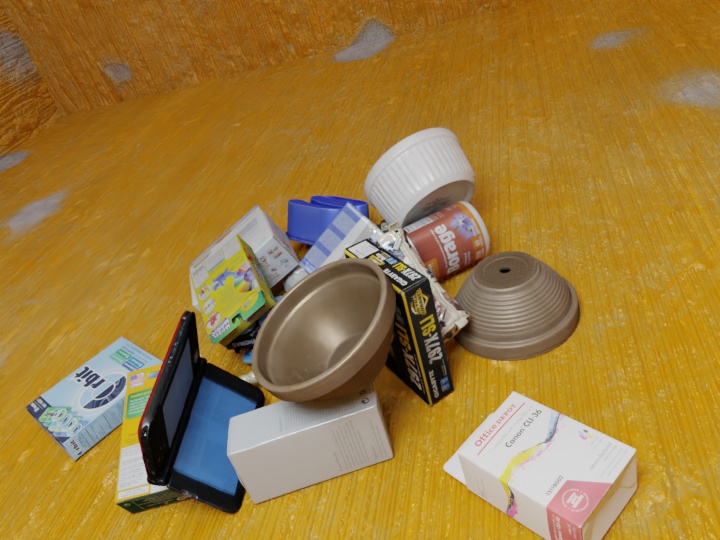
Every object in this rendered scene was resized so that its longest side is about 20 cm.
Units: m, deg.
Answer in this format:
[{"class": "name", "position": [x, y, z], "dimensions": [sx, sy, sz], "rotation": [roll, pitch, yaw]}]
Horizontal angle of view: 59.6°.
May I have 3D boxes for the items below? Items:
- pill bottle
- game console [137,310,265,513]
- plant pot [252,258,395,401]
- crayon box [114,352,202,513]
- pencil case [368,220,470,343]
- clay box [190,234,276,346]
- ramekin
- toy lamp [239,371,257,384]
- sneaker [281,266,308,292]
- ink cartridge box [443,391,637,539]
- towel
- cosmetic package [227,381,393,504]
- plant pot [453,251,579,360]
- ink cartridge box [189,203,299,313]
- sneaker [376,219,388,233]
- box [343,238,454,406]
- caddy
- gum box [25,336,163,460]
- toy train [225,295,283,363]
[{"class": "pill bottle", "position": [0.119, -0.033, 1.107], "dimensions": [0.199, 0.113, 0.112], "rotation": [-26, 32, -11]}, {"class": "game console", "position": [-0.199, 0.183, 0.833], "dimensions": [0.117, 0.174, 0.201], "rotation": [7, 42, -1]}, {"class": "plant pot", "position": [-0.031, 0.089, 0.788], "dimensions": [0.199, 0.093, 0.202], "rotation": [-25, 36, 20]}, {"class": "crayon box", "position": [-0.277, 0.231, 0.909], "dimensions": [0.124, 0.052, 0.201], "rotation": [-15, 52, 5]}, {"class": "pencil case", "position": [0.085, 0.025, 0.947], "dimensions": [0.077, 0.090, 0.201], "rotation": [-25, 64, -22]}, {"class": "clay box", "position": [-0.214, 0.038, 1.051], "dimensions": [0.115, 0.048, 0.200], "rotation": [-39, 42, 5]}, {"class": "ramekin", "position": [0.117, -0.151, 1.145], "dimensions": [0.199, 0.201, 0.106], "rotation": [-26, 67, -12]}, {"class": "toy lamp", "position": [-0.190, 0.177, 0.996], "dimensions": [0.198, 0.059, 0.058], "rotation": [-22, 32, -7]}, {"class": "sneaker", "position": [-0.080, 0.012, 1.165], "dimensions": [0.199, 0.088, 0.075], "rotation": [12, 44, 41]}, {"class": "ink cartridge box", "position": [0.195, 0.219, 0.721], "dimensions": [0.116, 0.068, 0.199], "rotation": [-37, 36, -28]}, {"class": "towel", "position": [0.000, 0.000, 1.050], "dimensions": [0.200, 0.024, 0.147], "rotation": [45, 101, 21]}, {"class": "cosmetic package", "position": [-0.064, 0.220, 0.825], "dimensions": [0.198, 0.102, 0.074], "rotation": [-17, 30, 0]}, {"class": "plant pot", "position": [0.228, 0.036, 0.963], "dimensions": [0.199, 0.093, 0.202], "rotation": [-14, 33, 9]}, {"class": "ink cartridge box", "position": [-0.232, -0.013, 1.224], "dimensions": [0.200, 0.084, 0.176], "rotation": [-40, 32, 5]}, {"class": "sneaker", "position": [0.045, -0.055, 1.212], "dimensions": [0.070, 0.076, 0.201], "rotation": [-6, 33, 19]}, {"class": "box", "position": [0.054, 0.072, 0.895], "dimensions": [0.049, 0.202, 0.159], "rotation": [-28, 33, -20]}, {"class": "caddy", "position": [-0.068, -0.091, 1.304], "dimensions": [0.199, 0.106, 0.141], "rotation": [15, 22, 42]}, {"class": "gum box", "position": [-0.449, 0.213, 1.087], "dimensions": [0.169, 0.045, 0.200], "rotation": [15, 44, 42]}, {"class": "toy train", "position": [-0.137, 0.089, 1.080], "dimensions": [0.198, 0.087, 0.115], "rotation": [-13, 26, 9]}]
